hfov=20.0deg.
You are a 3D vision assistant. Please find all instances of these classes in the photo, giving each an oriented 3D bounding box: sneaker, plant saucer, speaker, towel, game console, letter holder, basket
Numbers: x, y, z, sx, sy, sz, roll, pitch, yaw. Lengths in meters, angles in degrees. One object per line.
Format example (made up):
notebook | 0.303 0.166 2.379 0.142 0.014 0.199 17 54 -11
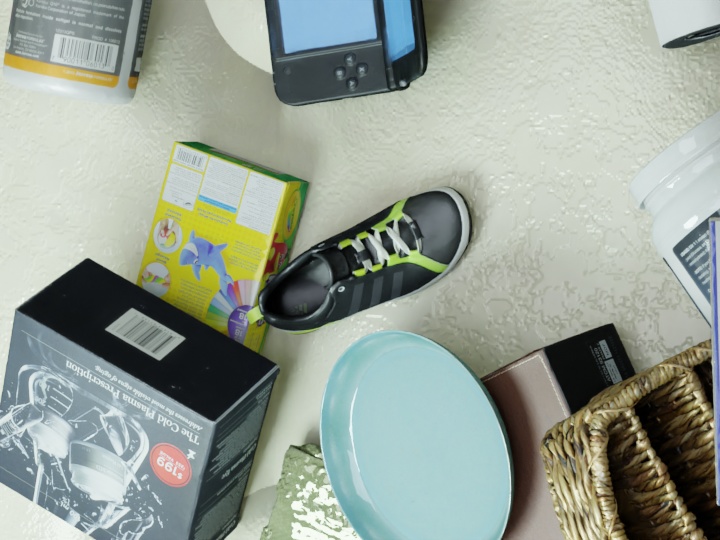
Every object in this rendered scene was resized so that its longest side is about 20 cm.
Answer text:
sneaker | 0.000 0.000 1.646 0.199 0.083 0.072 -31 81 15
plant saucer | 0.048 0.142 1.595 0.199 0.027 0.202 15 112 42
speaker | 0.239 -0.271 1.540 0.081 0.081 0.202 -17 86 22
towel | 0.007 0.240 1.684 0.199 0.036 0.150 23 101 20
game console | -0.018 -0.242 1.631 0.174 0.116 0.202 -6 89 23
letter holder | 0.159 0.166 1.582 0.142 0.100 0.201 -30 80 41
basket | 0.236 0.165 1.440 0.149 0.142 0.201 -31 87 52

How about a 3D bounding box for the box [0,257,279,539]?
box | -0.189 0.125 1.687 0.199 0.104 0.183 27 127 17

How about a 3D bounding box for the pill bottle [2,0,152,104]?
pill bottle | -0.230 -0.247 1.720 0.115 0.116 0.202 13 97 22

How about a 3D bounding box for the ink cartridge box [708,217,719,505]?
ink cartridge box | 0.338 0.058 1.388 0.198 0.047 0.200 -1 93 9

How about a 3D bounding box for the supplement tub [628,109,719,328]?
supplement tub | 0.301 -0.014 1.492 0.140 0.140 0.201 -37 79 20

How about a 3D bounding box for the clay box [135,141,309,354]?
clay box | -0.126 0.004 1.723 0.114 0.048 0.202 21 102 22
